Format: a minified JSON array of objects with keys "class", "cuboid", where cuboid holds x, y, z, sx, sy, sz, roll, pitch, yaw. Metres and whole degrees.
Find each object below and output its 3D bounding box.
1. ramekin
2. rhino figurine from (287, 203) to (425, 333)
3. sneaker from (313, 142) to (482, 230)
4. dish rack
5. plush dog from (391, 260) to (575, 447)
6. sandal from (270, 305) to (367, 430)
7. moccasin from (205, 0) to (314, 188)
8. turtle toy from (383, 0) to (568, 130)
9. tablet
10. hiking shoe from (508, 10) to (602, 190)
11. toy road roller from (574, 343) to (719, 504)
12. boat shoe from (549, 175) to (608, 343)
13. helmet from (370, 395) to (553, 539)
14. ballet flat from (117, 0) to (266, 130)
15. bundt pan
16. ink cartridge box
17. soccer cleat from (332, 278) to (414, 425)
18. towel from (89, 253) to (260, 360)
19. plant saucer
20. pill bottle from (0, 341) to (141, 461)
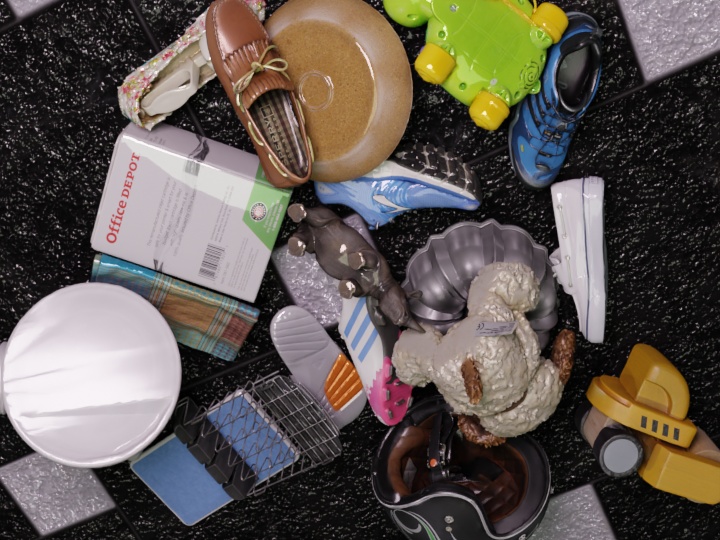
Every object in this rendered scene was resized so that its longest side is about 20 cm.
[{"class":"ramekin","cuboid":[-0.304,0.124,1.226,0.199,0.094,0.206,3,75,-11]},{"class":"rhino figurine","cuboid":[0.000,0.000,1.202,0.199,0.087,0.060,41,104,9]},{"class":"sneaker","cuboid":[0.041,-0.093,1.220,0.196,0.079,0.090,10,124,5]},{"class":"dish rack","cuboid":[-0.124,0.200,1.337,0.198,0.055,0.154,-27,115,24]},{"class":"plush dog","cuboid":[0.157,0.117,1.196,0.199,0.161,0.171,-41,125,17]},{"class":"sandal","cuboid":[-0.055,0.109,1.321,0.078,0.059,0.208,-31,126,-7]},{"class":"moccasin","cuboid":[-0.101,-0.181,1.096,0.073,0.078,0.205,-19,96,-20]},{"class":"turtle toy","cuboid":[0.110,-0.248,1.120,0.199,0.101,0.147,37,89,-14]},{"class":"tablet","cuboid":[-0.192,0.249,1.416,0.199,0.014,0.131,-33,112,16]},{"class":"hiking shoe","cuboid":[0.208,-0.175,1.164,0.073,0.087,0.203,9,116,-4]},{"class":"toy road roller","cuboid":[0.372,0.183,1.324,0.197,0.123,0.148,20,104,-9]},{"class":"boat shoe","cuboid":[0.255,-0.013,1.263,0.066,0.074,0.204,0,108,16]},{"class":"helmet","cuboid":[0.130,0.264,1.325,0.190,0.201,0.200,36,112,-29]},{"class":"ballet flat","cuboid":[-0.174,-0.218,1.149,0.199,0.064,0.076,-38,135,12]},{"class":"bundt pan","cuboid":[0.145,0.046,1.281,0.198,0.076,0.205,0,115,0]},{"class":"ink cartridge box","cuboid":[-0.188,-0.071,1.219,0.197,0.085,0.148,19,114,-8]},{"class":"soccer cleat","cuboid":[0.015,0.089,1.308,0.085,0.069,0.203,11,119,41]},{"class":"towel","cuboid":[-0.227,0.047,1.272,0.197,0.022,0.147,20,150,-10]},{"class":"plant saucer","cuboid":[-0.043,-0.192,1.142,0.197,0.035,0.204,6,104,22]},{"class":"pill bottle","cuboid":[-0.351,0.155,1.316,0.197,0.113,0.114,16,116,-7]}]
